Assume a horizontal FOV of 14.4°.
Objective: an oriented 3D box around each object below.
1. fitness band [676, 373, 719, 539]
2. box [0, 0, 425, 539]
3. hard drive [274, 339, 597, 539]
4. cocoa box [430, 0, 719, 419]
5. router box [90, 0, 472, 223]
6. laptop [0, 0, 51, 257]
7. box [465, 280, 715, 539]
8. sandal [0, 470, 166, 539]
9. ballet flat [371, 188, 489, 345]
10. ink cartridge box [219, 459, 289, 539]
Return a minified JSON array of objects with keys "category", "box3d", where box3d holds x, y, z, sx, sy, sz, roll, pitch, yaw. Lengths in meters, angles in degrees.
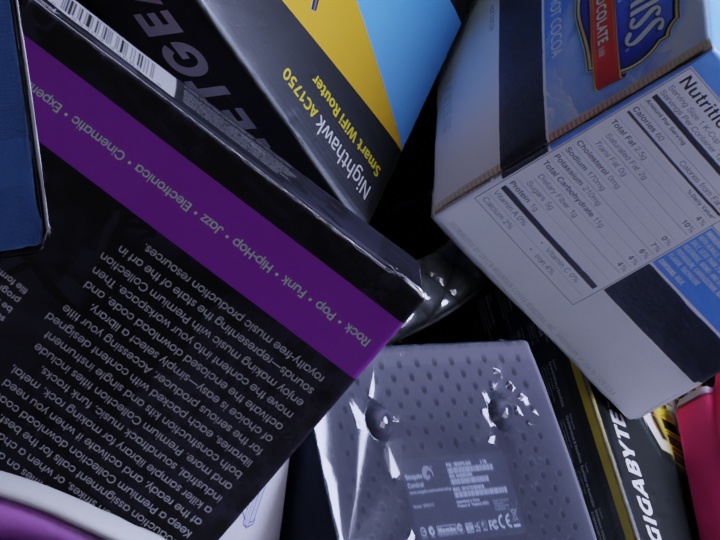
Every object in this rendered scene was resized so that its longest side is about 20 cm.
[{"category":"fitness band","box3d":[0.186,0.116,1.143,0.144,0.037,0.200,35,36,-40]},{"category":"box","box3d":[-0.099,0.034,0.828,0.143,0.200,0.036,38,12,-12]},{"category":"hard drive","box3d":[0.034,0.123,0.929,0.135,0.042,0.200,-1,71,-50]},{"category":"cocoa box","box3d":[0.120,-0.071,1.128,0.133,0.131,0.200,44,29,-27]},{"category":"router box","box3d":[-0.039,-0.132,1.058,0.200,0.051,0.149,53,46,-35]},{"category":"laptop","box3d":[-0.208,-0.081,0.751,0.200,0.116,0.187,-10,93,-40]},{"category":"box","box3d":[0.120,0.068,1.175,0.160,0.049,0.200,28,38,-45]},{"category":"sandal","box3d":[-0.083,0.107,0.808,0.050,0.203,0.082,-93,-163,-71]},{"category":"ballet flat","box3d":[0.000,0.000,1.084,0.200,0.066,0.057,-34,107,-50]},{"category":"ink cartridge box","box3d":[-0.074,0.077,0.903,0.044,0.094,0.200,-18,119,-55]}]
